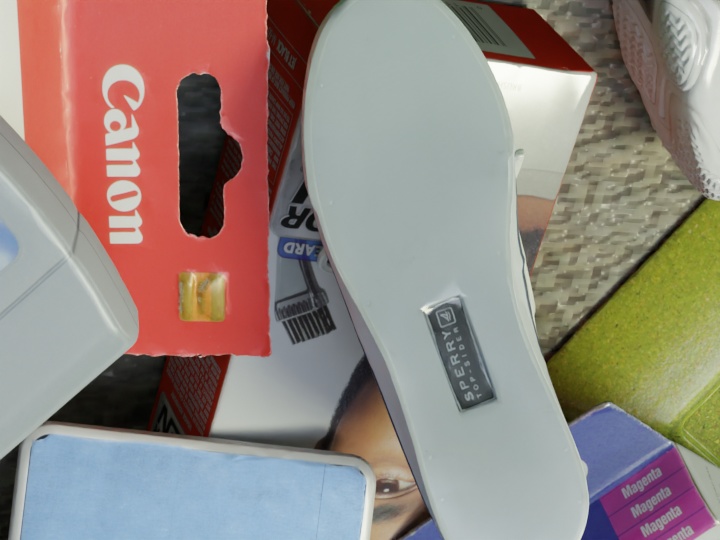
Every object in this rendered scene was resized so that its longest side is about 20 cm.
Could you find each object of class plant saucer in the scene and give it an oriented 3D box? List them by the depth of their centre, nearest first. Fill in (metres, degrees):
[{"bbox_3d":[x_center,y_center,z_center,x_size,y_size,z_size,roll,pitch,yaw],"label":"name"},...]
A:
[{"bbox_3d":[0.203,0.041,1.041,0.200,0.048,0.200,-46,123,7],"label":"plant saucer"}]

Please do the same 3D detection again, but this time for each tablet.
[{"bbox_3d":[-0.069,0.159,0.906,0.129,0.014,0.201,7,91,-9],"label":"tablet"}]

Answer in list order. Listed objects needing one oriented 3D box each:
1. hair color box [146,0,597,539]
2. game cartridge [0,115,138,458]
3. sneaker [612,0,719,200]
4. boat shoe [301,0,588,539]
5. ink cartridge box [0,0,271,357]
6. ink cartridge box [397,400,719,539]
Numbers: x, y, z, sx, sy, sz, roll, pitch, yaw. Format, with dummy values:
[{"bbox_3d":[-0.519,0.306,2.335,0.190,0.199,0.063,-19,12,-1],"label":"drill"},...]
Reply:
[{"bbox_3d":[0.000,0.000,0.930,0.110,0.064,0.201,5,117,-24],"label":"hair color box"},{"bbox_3d":[-0.173,-0.014,0.802,0.133,0.042,0.200,-38,113,22],"label":"game cartridge"},{"bbox_3d":[0.150,-0.124,0.910,0.113,0.076,0.201,-18,120,-8],"label":"sneaker"},{"bbox_3d":[0.028,0.003,0.864,0.074,0.086,0.203,-19,93,-5],"label":"boat shoe"},{"bbox_3d":[-0.130,-0.030,0.837,0.199,0.050,0.162,2,119,2],"label":"ink cartridge box"},{"bbox_3d":[0.084,0.150,1.007,0.196,0.043,0.200,-37,139,23],"label":"ink cartridge box"}]
